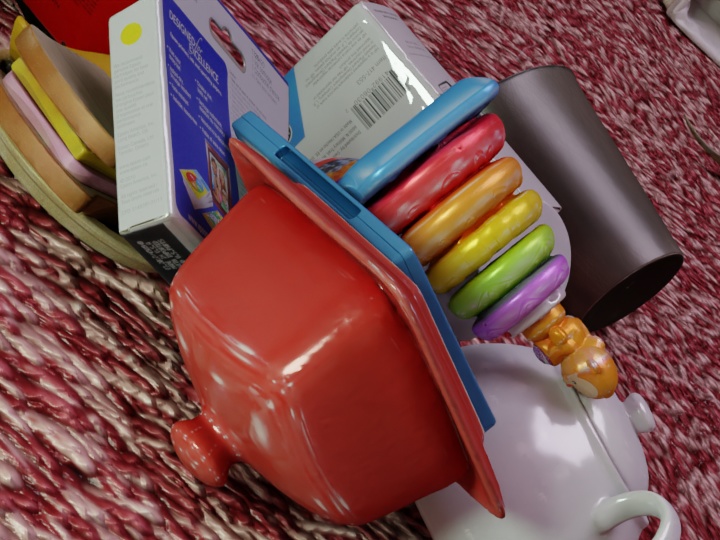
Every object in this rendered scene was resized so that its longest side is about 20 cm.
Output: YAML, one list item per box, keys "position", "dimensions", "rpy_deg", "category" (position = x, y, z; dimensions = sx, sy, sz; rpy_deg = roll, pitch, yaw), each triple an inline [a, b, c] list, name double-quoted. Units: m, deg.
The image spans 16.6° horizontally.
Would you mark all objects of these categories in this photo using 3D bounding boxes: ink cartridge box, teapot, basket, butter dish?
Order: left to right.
- position: [-0.093, -0.070, 1.496]
  dimensions: [0.198, 0.047, 0.201]
  rpy_deg: [48, 30, -55]
  category: "ink cartridge box"
- position: [-0.039, 0.063, 1.365]
  dimensions: [0.199, 0.147, 0.201]
  rpy_deg: [43, -15, 46]
  category: "butter dish"
- position: [0.023, -0.070, 1.783]
  dimensions: [0.200, 0.146, 0.086]
  rpy_deg: [50, 16, 11]
  category: "ink cartridge box"
- position: [0.113, 0.122, 1.504]
  dimensions: [0.201, 0.145, 0.197]
  rpy_deg: [65, 7, 16]
  category: "teapot"
- position: [0.182, -0.058, 2.155]
  dimensions: [0.201, 0.136, 0.180]
  rpy_deg: [56, 24, 18]
  category: "basket"
- position: [0.560, -0.393, 3.728]
  dimensions: [0.200, 0.136, 0.124]
  rpy_deg: [38, 17, -25]
  category: "basket"

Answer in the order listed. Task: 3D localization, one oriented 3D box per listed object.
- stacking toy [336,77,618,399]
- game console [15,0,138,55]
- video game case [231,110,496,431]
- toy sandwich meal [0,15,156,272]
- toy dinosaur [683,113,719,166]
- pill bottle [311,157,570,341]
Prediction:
- position: [0.082, -0.002, 1.452]
  dimensions: [0.200, 0.110, 0.116]
  rpy_deg: [52, -13, 0]
  category: "stacking toy"
- position: [-0.187, -0.217, 1.685]
  dimensions: [0.200, 0.173, 0.118]
  rpy_deg: [49, 44, 11]
  category: "game console"
- position: [0.000, 0.000, 1.449]
  dimensions: [0.200, 0.018, 0.144]
  rpy_deg: [42, -16, 50]
  category: "video game case"
- position: [-0.157, -0.083, 1.527]
  dimensions: [0.205, 0.070, 0.205]
  rpy_deg: [41, 19, -17]
  category: "toy sandwich meal"
- position: [0.472, -0.122, 3.097]
  dimensions: [0.106, 0.061, 0.200]
  rpy_deg: [28, 0, 34]
  category: "toy dinosaur"
- position: [0.037, -0.013, 1.597]
  dimensions: [0.111, 0.112, 0.199]
  rpy_deg: [31, -15, -39]
  category: "pill bottle"
